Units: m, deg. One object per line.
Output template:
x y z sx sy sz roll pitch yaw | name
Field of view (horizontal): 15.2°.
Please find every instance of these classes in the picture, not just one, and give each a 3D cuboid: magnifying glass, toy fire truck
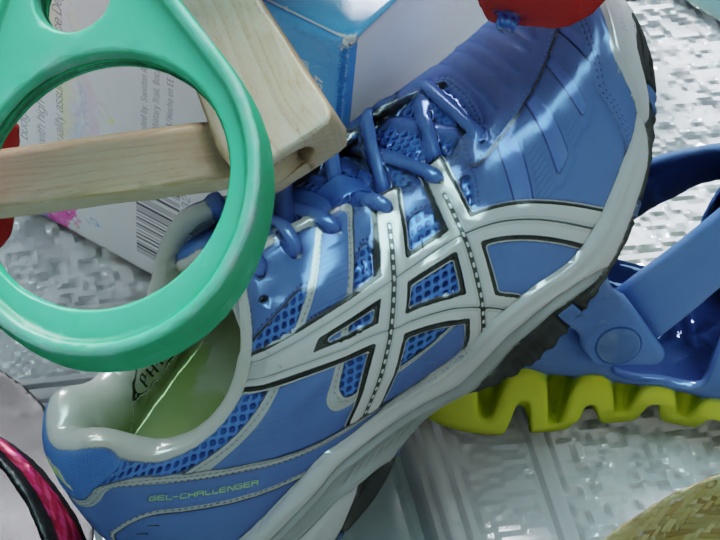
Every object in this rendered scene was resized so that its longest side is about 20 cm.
-0.069 -0.073 0.651 0.079 0.022 0.201 -13 70 10 | magnifying glass
-0.031 -0.071 0.678 0.199 0.049 0.142 7 74 17 | toy fire truck

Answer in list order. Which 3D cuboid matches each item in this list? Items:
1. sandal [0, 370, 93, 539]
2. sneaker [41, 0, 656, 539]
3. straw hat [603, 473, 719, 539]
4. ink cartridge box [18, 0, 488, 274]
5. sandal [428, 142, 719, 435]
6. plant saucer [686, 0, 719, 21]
-0.099 0.084 0.687 0.075 0.045 0.200 -8 46 -13 | sandal
0.000 0.000 0.694 0.200 0.077 0.076 -51 46 -3 | sneaker
0.118 0.131 0.626 0.200 0.202 0.085 7 6 2 | straw hat
-0.055 -0.092 0.811 0.200 0.129 0.125 29 49 21 | ink cartridge box
0.106 0.001 0.765 0.199 0.087 0.080 -1 43 -9 | sandal
0.186 -0.147 0.955 0.200 0.039 0.201 3 45 -3 | plant saucer
